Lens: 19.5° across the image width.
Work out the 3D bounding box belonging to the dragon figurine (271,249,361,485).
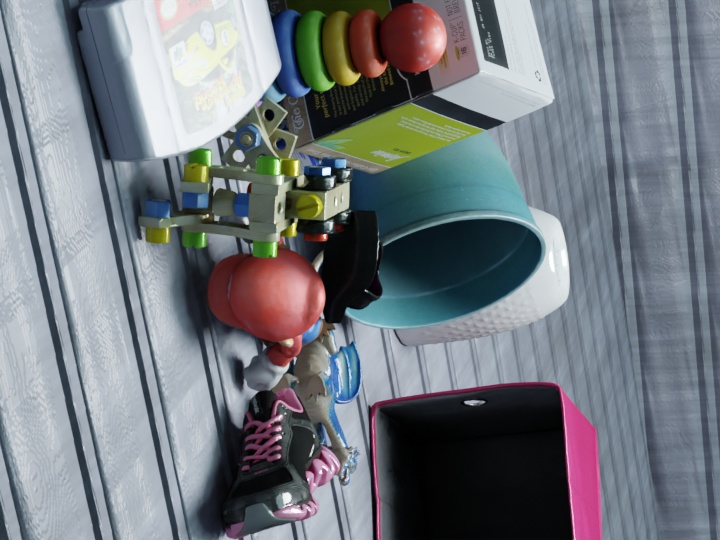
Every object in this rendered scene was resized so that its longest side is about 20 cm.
[{"bbox_3d":[-0.035,0.084,1.805,0.099,0.059,0.200,54,33,-62],"label":"dragon figurine"}]

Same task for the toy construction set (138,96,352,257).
[{"bbox_3d":[-0.077,-0.063,1.575,0.200,0.131,0.092,-63,155,-65],"label":"toy construction set"}]

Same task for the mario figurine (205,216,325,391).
[{"bbox_3d":[-0.085,0.020,1.666,0.123,0.106,0.200,48,1,7],"label":"mario figurine"}]

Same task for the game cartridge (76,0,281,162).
[{"bbox_3d":[-0.125,-0.160,1.516,0.200,0.041,0.133,-43,131,-50],"label":"game cartridge"}]

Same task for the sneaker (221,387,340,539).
[{"bbox_3d":[-0.072,0.144,1.636,0.200,0.079,0.095,-60,134,-78],"label":"sneaker"}]

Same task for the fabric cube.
[{"bbox_3d":[0.133,0.235,2.100,0.199,0.196,0.200,43,42,-67],"label":"fabric cube"}]

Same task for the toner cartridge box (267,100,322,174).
[{"bbox_3d":[-0.044,-0.152,1.905,0.095,0.043,0.200,67,22,-47],"label":"toner cartridge box"}]

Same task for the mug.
[{"bbox_3d":[0.119,-0.003,2.192,0.200,0.175,0.148,12,72,-74],"label":"mug"}]

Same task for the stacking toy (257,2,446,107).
[{"bbox_3d":[-0.029,-0.176,1.665,0.085,0.200,0.085,-7,90,-76],"label":"stacking toy"}]

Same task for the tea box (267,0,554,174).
[{"bbox_3d":[0.035,-0.214,1.803,0.134,0.197,0.200,13,62,-56],"label":"tea box"}]

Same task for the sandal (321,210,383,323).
[{"bbox_3d":[0.000,0.001,1.685,0.200,0.048,0.075,142,-49,-77],"label":"sandal"}]

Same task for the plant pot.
[{"bbox_3d":[0.054,-0.075,1.978,0.200,0.200,0.188,55,17,-60],"label":"plant pot"}]
